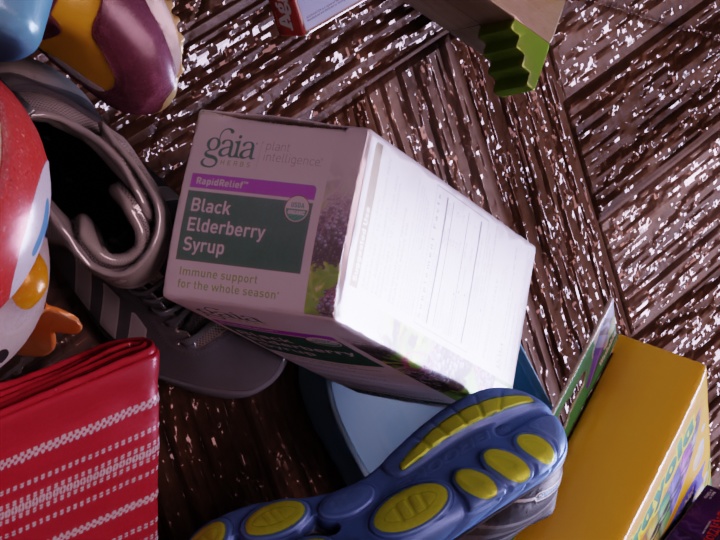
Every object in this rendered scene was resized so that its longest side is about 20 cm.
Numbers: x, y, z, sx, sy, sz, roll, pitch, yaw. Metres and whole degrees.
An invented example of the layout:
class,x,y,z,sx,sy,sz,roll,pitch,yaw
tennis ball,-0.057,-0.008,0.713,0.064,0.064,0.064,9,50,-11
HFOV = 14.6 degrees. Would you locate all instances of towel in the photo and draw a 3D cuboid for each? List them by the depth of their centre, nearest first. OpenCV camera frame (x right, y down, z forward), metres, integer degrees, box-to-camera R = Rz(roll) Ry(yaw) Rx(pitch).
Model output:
class,x,y,z,sx,sy,sz,roll,pitch,yaw
towel,-0.136,0.134,1.138,0.144,0.022,0.201,-21,122,-46

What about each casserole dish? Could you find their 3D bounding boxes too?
class,x,y,z,sx,sy,sz,roll,pitch,yaw
casserole dish,0.033,0.073,1.334,0.121,0.039,0.201,-50,126,-34

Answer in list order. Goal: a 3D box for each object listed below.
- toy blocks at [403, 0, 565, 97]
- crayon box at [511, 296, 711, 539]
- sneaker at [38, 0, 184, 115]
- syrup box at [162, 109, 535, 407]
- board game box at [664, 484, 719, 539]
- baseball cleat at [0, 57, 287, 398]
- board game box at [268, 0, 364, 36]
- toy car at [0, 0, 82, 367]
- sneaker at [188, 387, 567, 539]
class,x,y,z,sx,sy,sz,roll,pitch,yaw
toy blocks,0.049,-0.202,1.316,0.136,0.100,0.201,32,68,-31
crayon box,0.123,0.122,1.360,0.126,0.051,0.200,-60,157,-27
sneaker,-0.157,-0.124,1.086,0.200,0.075,0.090,48,59,-9
syrup box,0.000,0.000,1.171,0.200,0.078,0.082,29,70,-64
board game box,0.142,0.218,1.388,0.120,0.032,0.201,-37,143,-48
baseball cleat,-0.090,-0.001,1.153,0.070,0.106,0.200,-45,121,1
board game box,0.024,-0.188,1.215,0.200,0.019,0.104,-33,116,-37
toy car,-0.161,-0.008,1.045,0.200,0.176,0.185,35,65,-55
sneaker,0.002,0.124,1.187,0.199,0.071,0.083,-27,141,-10
